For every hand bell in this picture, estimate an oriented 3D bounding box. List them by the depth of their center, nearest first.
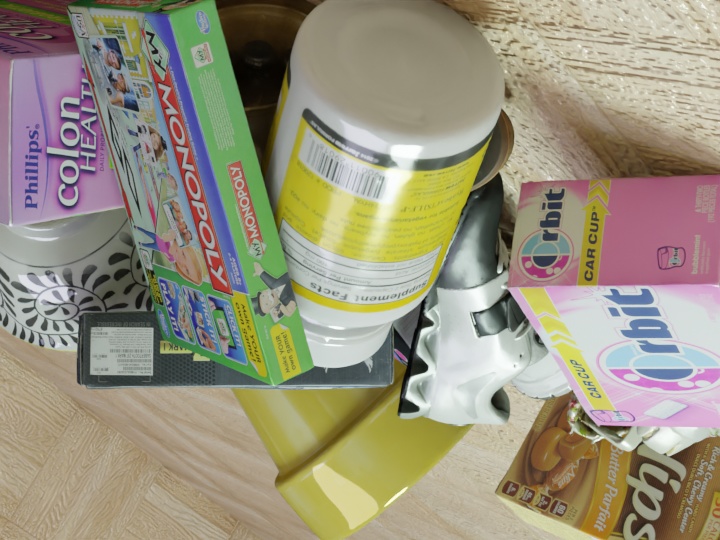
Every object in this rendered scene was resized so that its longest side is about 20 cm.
[{"bbox_3d":[-0.057,-0.053,1.099,0.103,0.104,0.201,24,142,25],"label":"hand bell"}]

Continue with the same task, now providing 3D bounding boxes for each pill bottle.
[{"bbox_3d":[-0.001,-0.041,0.993,0.111,0.112,0.201,29,138,8],"label":"pill bottle"}]

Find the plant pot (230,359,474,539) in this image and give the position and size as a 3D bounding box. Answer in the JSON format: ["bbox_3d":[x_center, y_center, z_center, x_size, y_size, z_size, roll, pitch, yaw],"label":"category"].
[{"bbox_3d":[-0.017,0.077,1.467,0.189,0.201,0.201,48,165,-4],"label":"plant pot"}]

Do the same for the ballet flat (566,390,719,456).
[{"bbox_3d":[0.206,0.097,1.291,0.075,0.064,0.200,35,165,-15],"label":"ballet flat"}]

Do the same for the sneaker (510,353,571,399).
[{"bbox_3d":[0.139,0.033,1.235,0.087,0.074,0.200,50,158,-11],"label":"sneaker"}]

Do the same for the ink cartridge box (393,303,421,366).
[{"bbox_3d":[0.000,0.000,1.260,0.095,0.037,0.200,35,165,44],"label":"ink cartridge box"}]

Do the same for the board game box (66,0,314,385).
[{"bbox_3d":[-0.092,-0.047,0.996,0.134,0.029,0.202,17,125,58],"label":"board game box"}]

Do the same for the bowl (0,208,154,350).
[{"bbox_3d":[-0.204,-0.054,1.320,0.199,0.202,0.094,26,166,18],"label":"bowl"}]

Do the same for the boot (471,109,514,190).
[{"bbox_3d":[0.033,-0.076,1.094,0.075,0.075,0.199,-3,-179,-35],"label":"boot"}]

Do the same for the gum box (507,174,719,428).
[{"bbox_3d":[0.167,0.025,1.040,0.112,0.067,0.200,-1,152,23],"label":"gum box"}]

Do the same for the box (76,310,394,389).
[{"bbox_3d":[-0.087,0.052,1.227,0.198,0.052,0.158,1,178,-10],"label":"box"}]

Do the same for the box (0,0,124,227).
[{"bbox_3d":[-0.182,-0.105,1.131,0.175,0.098,0.199,19,-157,41],"label":"box"}]

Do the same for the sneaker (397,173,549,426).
[{"bbox_3d":[0.082,0.017,1.177,0.088,0.074,0.201,12,131,2],"label":"sneaker"}]

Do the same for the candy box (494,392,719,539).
[{"bbox_3d":[0.209,0.157,1.379,0.199,0.116,0.055,18,162,44],"label":"candy box"}]
